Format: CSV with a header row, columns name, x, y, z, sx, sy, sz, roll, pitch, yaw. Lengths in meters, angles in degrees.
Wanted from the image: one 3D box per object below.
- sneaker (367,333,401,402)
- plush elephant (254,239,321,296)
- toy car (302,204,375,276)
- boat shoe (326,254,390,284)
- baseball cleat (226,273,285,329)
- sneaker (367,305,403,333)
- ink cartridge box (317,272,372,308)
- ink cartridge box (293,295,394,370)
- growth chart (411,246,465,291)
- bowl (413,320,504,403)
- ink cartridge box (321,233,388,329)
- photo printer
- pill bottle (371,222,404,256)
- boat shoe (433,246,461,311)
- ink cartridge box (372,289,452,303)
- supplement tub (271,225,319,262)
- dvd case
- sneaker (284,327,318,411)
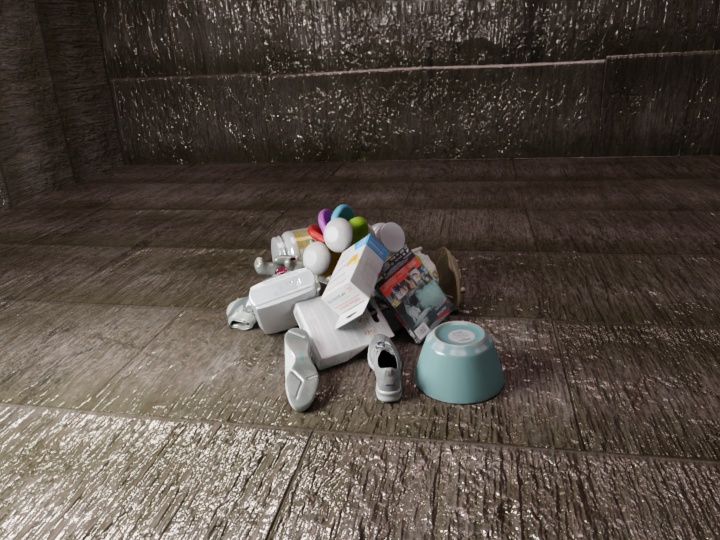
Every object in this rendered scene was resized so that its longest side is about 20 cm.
name,x,y,z,sx,sy,sz,roll,pitch,yaw
sneaker,0.059,0.188,1.277,0.072,0.085,0.201,-2,27,-8
plush elephant,-0.175,0.006,1.658,0.194,0.155,0.169,1,57,-31
toy car,-0.069,-0.087,1.562,0.173,0.200,0.152,1,50,-56
boat shoe,0.000,0.000,1.528,0.198,0.064,0.073,-34,4,-32
baseball cleat,-0.263,0.091,1.558,0.197,0.070,0.108,-32,39,13
sneaker,0.018,0.106,1.513,0.196,0.080,0.146,-11,25,-16
ink cartridge box,-0.033,0.036,1.666,0.168,0.045,0.201,18,22,-3
ink cartridge box,-0.041,0.129,1.407,0.194,0.051,0.163,-12,55,-28
growth chart,0.188,0.015,1.672,0.200,0.018,0.143,46,44,15
bowl,0.208,0.180,1.263,0.193,0.109,0.202,-4,21,1
ink cartridge box,-0.018,0.024,1.383,0.114,0.067,0.203,-32,25,43
photo printer,-0.182,0.084,1.468,0.161,0.202,0.071,-19,66,-11
pill bottle,0.047,-0.072,1.724,0.109,0.116,0.199,-16,-5,-29
boat shoe,0.249,0.029,1.631,0.064,0.072,0.205,28,39,-34
ink cartridge box,0.126,0.068,1.529,0.194,0.061,0.104,18,-9,-13
supplement tub,-0.171,-0.058,1.861,0.194,0.149,0.144,-11,22,-20
dvd case,0.125,0.055,1.458,0.145,0.201,0.022,-38,-5,-28
sneaker,-0.128,0.221,1.270,0.068,0.082,0.203,1,40,-10
